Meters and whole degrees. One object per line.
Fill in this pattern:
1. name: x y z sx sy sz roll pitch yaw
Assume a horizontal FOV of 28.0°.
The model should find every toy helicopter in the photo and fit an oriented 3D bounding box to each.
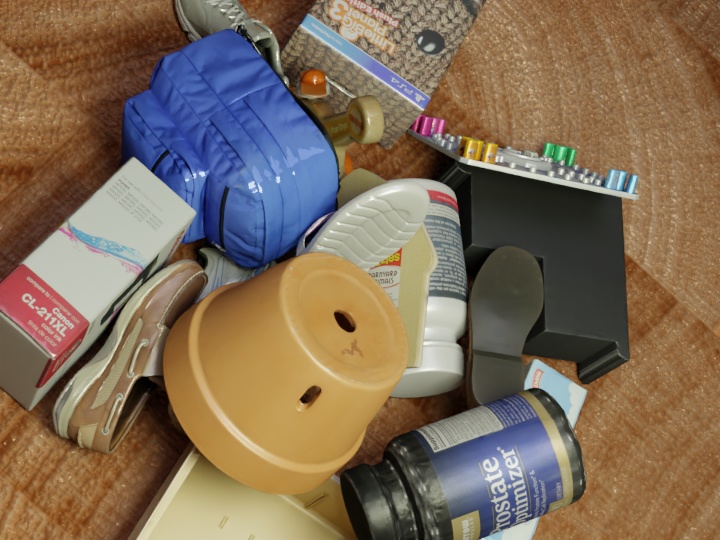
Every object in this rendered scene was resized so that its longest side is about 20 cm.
1. toy helicopter: -0.029 -0.148 1.446 0.079 0.200 0.132 -8 89 -26

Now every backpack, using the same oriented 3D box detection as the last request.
1. backpack: -0.123 -0.098 1.387 0.168 0.163 0.200 -33 64 -22

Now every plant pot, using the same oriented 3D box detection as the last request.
1. plant pot: -0.052 0.076 1.265 0.200 0.140 0.200 27 42 -27

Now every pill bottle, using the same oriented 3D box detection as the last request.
1. pill bottle: 0.089 0.186 1.285 0.200 0.112 0.112 -19 76 -14
2. pill bottle: 0.050 0.020 1.455 0.120 0.120 0.200 3 67 -23

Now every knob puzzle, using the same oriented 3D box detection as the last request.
1. knob puzzle: 0.000 0.000 1.403 0.030 0.220 0.220 18 59 -47

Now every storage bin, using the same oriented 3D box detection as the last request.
1. storage bin: -0.103 0.261 1.298 0.200 0.094 0.199 36 58 -7

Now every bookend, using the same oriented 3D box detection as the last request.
1. bookend: 0.175 0.003 1.535 0.199 0.092 0.200 9 66 -19

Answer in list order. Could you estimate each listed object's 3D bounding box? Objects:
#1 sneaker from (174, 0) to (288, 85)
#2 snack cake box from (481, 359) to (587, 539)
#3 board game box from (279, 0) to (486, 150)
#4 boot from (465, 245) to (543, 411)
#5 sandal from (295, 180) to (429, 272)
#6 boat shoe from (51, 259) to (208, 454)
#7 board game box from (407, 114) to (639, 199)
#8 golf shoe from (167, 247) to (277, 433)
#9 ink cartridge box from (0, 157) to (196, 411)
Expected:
1. sneaker: -0.125 -0.247 1.509 0.076 0.092 0.200 -23 79 -31
2. snack cake box: 0.141 0.199 1.421 0.067 0.115 0.200 32 60 -9
3. board game box: 0.024 -0.265 1.581 0.159 0.097 0.200 33 59 -8
4. boot: 0.132 0.067 1.426 0.074 0.075 0.200 15 57 -2
5. sandal: -0.021 -0.026 1.356 0.082 0.203 0.050 24 34 -40
6. boat shoe: -0.196 0.082 1.322 0.072 0.076 0.200 32 80 18
7. board game box: 0.171 -0.124 1.535 0.200 0.200 0.026 10 101 -17
8. golf shoe: -0.153 0.063 1.388 0.097 0.078 0.200 21 56 7
9. ink cartridge box: -0.253 0.012 1.307 0.083 0.146 0.200 41 59 0
